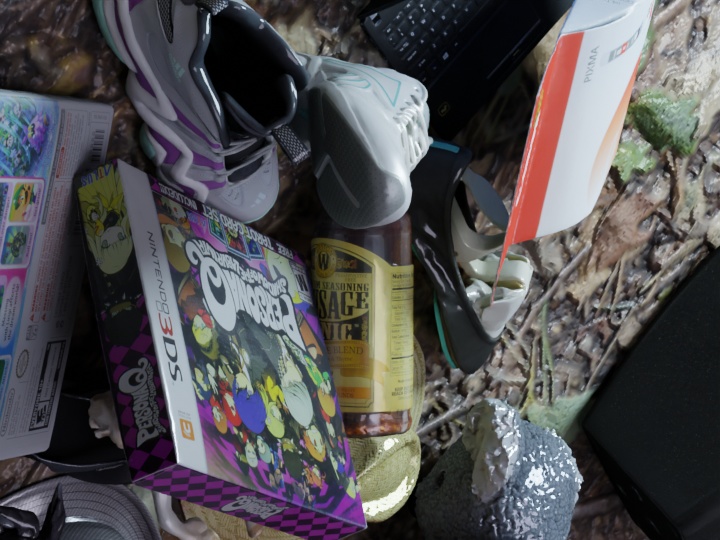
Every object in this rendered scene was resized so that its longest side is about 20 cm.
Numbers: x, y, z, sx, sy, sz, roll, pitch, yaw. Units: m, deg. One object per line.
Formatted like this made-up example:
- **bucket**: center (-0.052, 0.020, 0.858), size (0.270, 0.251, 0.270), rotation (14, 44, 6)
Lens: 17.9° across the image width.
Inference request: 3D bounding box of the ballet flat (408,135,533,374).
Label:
- **ballet flat**: center (0.069, -0.005, 1.463), size (0.200, 0.068, 0.068), rotation (66, 28, -43)

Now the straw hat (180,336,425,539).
- **straw hat**: center (-0.011, 0.120, 1.464), size (0.201, 0.085, 0.201), rotation (-22, 128, -31)

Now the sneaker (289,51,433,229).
- **sneaker**: center (0.006, -0.081, 1.270), size (0.080, 0.200, 0.071), rotation (-5, 114, -12)

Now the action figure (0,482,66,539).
- **action figure**: center (-0.240, 0.151, 1.269), size (0.200, 0.102, 0.119), rotation (17, 103, -29)

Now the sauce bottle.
- **sauce bottle**: center (0.000, 0.000, 1.388), size (0.066, 0.066, 0.200), rotation (-4, 94, -40)

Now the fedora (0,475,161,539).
- **fedora**: center (-0.172, 0.233, 1.383), size (0.177, 0.090, 0.200), rotation (-13, 122, -36)

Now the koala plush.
- **koala plush**: center (0.091, 0.191, 1.554), size (0.177, 0.183, 0.200), rotation (37, 65, -60)

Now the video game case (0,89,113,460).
- **video game case**: center (-0.195, 0.005, 1.196), size (0.182, 0.024, 0.200), rotation (-4, 107, -69)

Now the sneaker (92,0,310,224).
- **sneaker**: center (-0.066, -0.080, 1.254), size (0.078, 0.140, 0.200), rotation (-42, 135, -15)

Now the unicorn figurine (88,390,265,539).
- **unicorn figurine**: center (-0.097, 0.092, 1.329), size (0.074, 0.200, 0.137), rotation (-26, 116, 22)

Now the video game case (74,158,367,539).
- **video game case**: center (-0.076, 0.049, 1.274), size (0.036, 0.182, 0.200), rotation (-24, 154, 22)

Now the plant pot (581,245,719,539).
- **plant pot**: center (0.282, 0.135, 1.671), size (0.177, 0.200, 0.200), rotation (-36, 135, -4)

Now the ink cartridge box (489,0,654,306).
- **ink cartridge box**: center (0.134, -0.090, 1.401), size (0.200, 0.050, 0.162), rotation (-67, 170, -51)

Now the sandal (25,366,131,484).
- **sandal**: center (-0.166, 0.091, 1.339), size (0.200, 0.043, 0.076), rotation (13, 105, -45)

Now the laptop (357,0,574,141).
- **laptop**: center (0.096, -0.180, 1.368), size (0.177, 0.103, 0.200), rotation (-48, 136, -9)
